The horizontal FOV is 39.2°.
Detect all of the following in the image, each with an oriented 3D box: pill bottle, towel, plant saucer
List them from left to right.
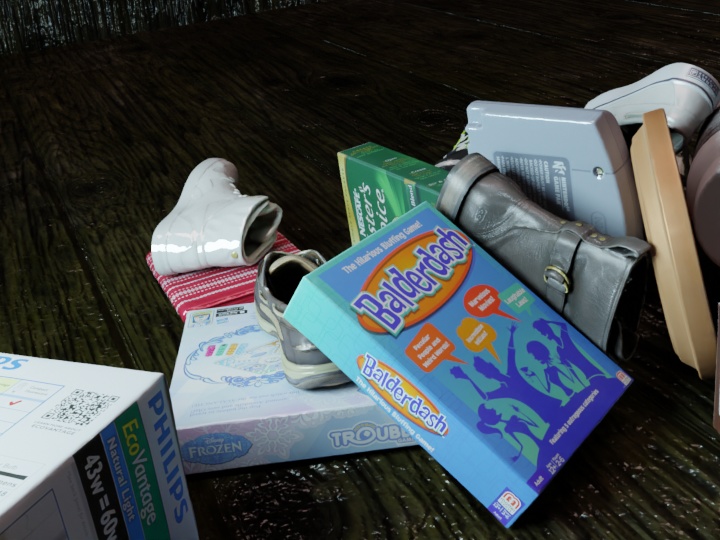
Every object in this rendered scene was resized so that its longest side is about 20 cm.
[{"bbox_3d":[-0.133,-0.001,1.029,0.144,0.023,0.200,-17,23,-17],"label":"towel"},{"bbox_3d":[0.231,-0.018,0.746,0.032,0.201,0.200,-13,21,17],"label":"plant saucer"},{"bbox_3d":[0.313,-0.075,0.781,0.113,0.114,0.200,3,24,22],"label":"pill bottle"}]

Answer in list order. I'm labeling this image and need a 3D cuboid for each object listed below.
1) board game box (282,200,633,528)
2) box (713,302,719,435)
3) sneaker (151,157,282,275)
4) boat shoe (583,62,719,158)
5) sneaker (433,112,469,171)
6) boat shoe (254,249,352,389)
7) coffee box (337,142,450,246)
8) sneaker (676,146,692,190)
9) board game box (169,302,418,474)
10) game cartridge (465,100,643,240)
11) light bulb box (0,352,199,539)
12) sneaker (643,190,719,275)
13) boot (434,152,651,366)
[{"bbox_3d":[0.069,0.053,0.685,0.200,0.045,0.152,41,42,13],"label":"board game box"},{"bbox_3d":[0.339,0.060,0.659,0.199,0.101,0.075,-12,25,-10],"label":"box"},{"bbox_3d":[-0.130,-0.059,1.056,0.115,0.074,0.200,-3,33,13],"label":"sneaker"},{"bbox_3d":[0.237,-0.115,0.882,0.066,0.072,0.200,-58,13,-15],"label":"boat shoe"},{"bbox_3d":[0.125,-0.136,1.108,0.072,0.083,0.200,-25,-3,39],"label":"sneaker"},{"bbox_3d":[-0.042,0.018,0.781,0.074,0.074,0.200,-11,23,-14],"label":"boat shoe"},{"bbox_3d":[0.050,-0.041,0.948,0.044,0.124,0.200,-21,28,-24],"label":"coffee box"},{"bbox_3d":[0.298,-0.059,1.018,0.088,0.077,0.200,-30,11,32],"label":"sneaker"},{"bbox_3d":[-0.045,0.079,0.790,0.199,0.044,0.199,-7,22,0],"label":"board game box"},{"bbox_3d":[0.157,-0.037,0.804,0.133,0.201,0.040,15,39,38],"label":"game cartridge"},{"bbox_3d":[-0.232,0.148,0.576,0.197,0.125,0.200,4,24,25],"label":"light bulb box"},{"bbox_3d":[0.238,-0.038,0.893,0.199,0.091,0.076,-3,-12,-13],"label":"sneaker"},{"bbox_3d":[0.130,0.019,0.766,0.069,0.201,0.174,-35,57,-28],"label":"boot"}]
